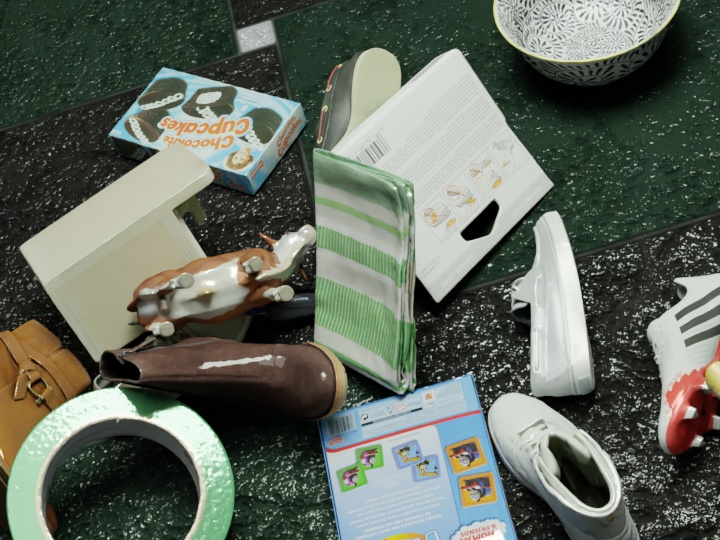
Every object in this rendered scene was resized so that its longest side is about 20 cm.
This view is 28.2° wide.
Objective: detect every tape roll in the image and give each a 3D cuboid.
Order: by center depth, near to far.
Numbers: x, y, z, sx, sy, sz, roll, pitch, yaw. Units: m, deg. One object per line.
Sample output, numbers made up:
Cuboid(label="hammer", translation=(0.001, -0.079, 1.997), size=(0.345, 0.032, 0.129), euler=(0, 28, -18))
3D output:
Cuboid(label="tape roll", translation=(-0.212, 0.205, 1.272), size=(0.199, 0.048, 0.202), euler=(3, 64, -6))

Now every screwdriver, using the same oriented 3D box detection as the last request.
Cuboid(label="screwdriver", translation=(-0.130, 0.038, 1.412), size=(0.199, 0.028, 0.029), euler=(-1, 79, -10))

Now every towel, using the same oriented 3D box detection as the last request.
Cuboid(label="towel", translation=(0.000, 0.000, 1.324), size=(0.023, 0.201, 0.152), euler=(-14, 23, -34))

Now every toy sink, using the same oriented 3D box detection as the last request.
Cuboid(label="toy sink", translation=(-0.223, -0.019, 1.448), size=(0.200, 0.112, 0.130), euler=(-36, 28, -10))

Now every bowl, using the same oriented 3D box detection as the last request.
Cuboid(label="bowl", translation=(0.248, -0.261, 1.539), size=(0.199, 0.094, 0.202), euler=(-9, 49, 10))

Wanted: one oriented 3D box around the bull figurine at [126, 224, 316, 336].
Cuboid(label="bull figurine", translation=(-0.125, 0.012, 1.365), size=(0.199, 0.065, 0.121), euler=(-21, 6, -9))

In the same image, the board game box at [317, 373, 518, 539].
Cuboid(label="board game box", translation=(0.051, 0.197, 1.257), size=(0.150, 0.037, 0.201), euler=(-16, 47, 4))

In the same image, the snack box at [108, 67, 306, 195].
Cuboid(label="snack box", translation=(-0.173, -0.160, 1.621), size=(0.199, 0.037, 0.116), euler=(17, 59, 28))

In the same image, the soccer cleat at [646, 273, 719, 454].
Cuboid(label="soccer cleat", translation=(0.288, 0.080, 1.268), size=(0.085, 0.069, 0.200), euler=(6, 50, 32))

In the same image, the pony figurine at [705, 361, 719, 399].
Cuboid(label="pony figurine", translation=(0.354, 0.177, 1.103), size=(0.166, 0.194, 0.200), euler=(-24, 29, -8))

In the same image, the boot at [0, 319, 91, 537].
Cuboid(label="boot", translation=(-0.313, 0.148, 1.369), size=(0.074, 0.200, 0.155), euler=(-35, 0, 43))

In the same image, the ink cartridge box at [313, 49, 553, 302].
Cuboid(label="ink cartridge box", translation=(0.076, -0.093, 1.428), size=(0.200, 0.177, 0.045), euler=(-43, 14, -27))

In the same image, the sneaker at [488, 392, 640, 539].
Cuboid(label="sneaker", translation=(0.166, 0.152, 1.209), size=(0.073, 0.116, 0.200), euler=(-32, 48, -8))

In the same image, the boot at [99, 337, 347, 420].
Cuboid(label="boot", translation=(-0.125, 0.100, 1.296), size=(0.166, 0.073, 0.200), euler=(0, 4, -37))

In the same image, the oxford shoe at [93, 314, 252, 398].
Cuboid(label="oxford shoe", translation=(-0.184, 0.079, 1.413), size=(0.200, 0.058, 0.075), euler=(-41, 48, -21))

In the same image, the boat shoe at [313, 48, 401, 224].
Cuboid(label="boat shoe", translation=(-0.010, -0.125, 1.443), size=(0.063, 0.073, 0.203), euler=(-12, 61, 54))

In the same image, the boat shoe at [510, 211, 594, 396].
Cuboid(label="boat shoe", translation=(0.174, 0.032, 1.343), size=(0.068, 0.072, 0.201), euler=(-10, 58, 9))
